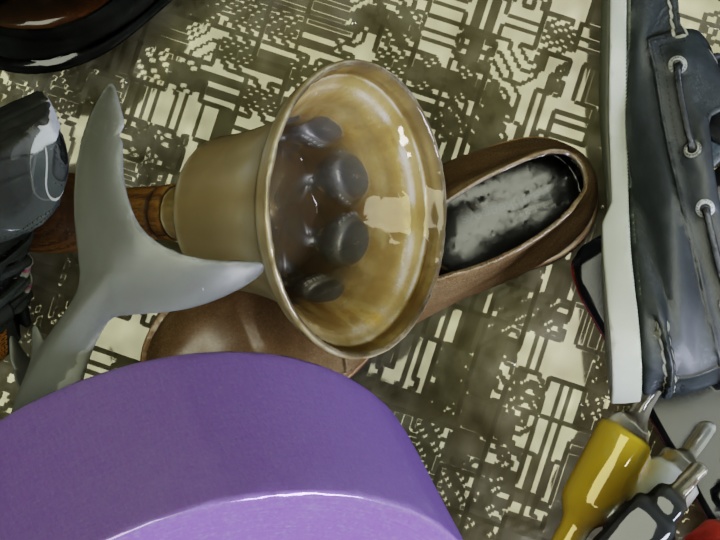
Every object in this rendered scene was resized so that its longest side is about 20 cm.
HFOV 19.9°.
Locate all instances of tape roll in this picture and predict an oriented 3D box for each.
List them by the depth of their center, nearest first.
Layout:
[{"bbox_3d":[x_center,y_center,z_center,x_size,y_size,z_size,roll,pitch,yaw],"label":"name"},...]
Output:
[{"bbox_3d":[-0.061,0.122,0.676,0.199,0.200,0.066,-31,47,1],"label":"tape roll"}]

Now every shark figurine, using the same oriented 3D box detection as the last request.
[{"bbox_3d":[-0.096,0.041,0.702,0.128,0.215,0.090,-30,58,-11],"label":"shark figurine"}]

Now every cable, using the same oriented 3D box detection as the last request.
[{"bbox_3d":[0.076,0.140,0.774,0.200,0.050,0.097,-44,89,-2],"label":"cable"}]

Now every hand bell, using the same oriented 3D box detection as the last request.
[{"bbox_3d":[-0.078,-0.023,0.775,0.199,0.104,0.105,1,86,37],"label":"hand bell"}]

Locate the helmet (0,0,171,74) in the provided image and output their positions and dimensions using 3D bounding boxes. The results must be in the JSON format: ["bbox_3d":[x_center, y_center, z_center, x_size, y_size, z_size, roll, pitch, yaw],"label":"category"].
[{"bbox_3d":[-0.097,-0.185,0.759,0.190,0.200,0.201,-29,86,-7],"label":"helmet"}]

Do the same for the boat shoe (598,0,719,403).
[{"bbox_3d":[0.124,-0.048,0.783,0.066,0.075,0.201,0,68,6],"label":"boat shoe"}]

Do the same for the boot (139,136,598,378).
[{"bbox_3d":[0.000,0.000,0.799,0.199,0.075,0.074,-27,88,2],"label":"boot"}]

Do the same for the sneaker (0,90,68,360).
[{"bbox_3d":[-0.146,-0.007,0.761,0.080,0.200,0.087,-30,98,-22],"label":"sneaker"}]

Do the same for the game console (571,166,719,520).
[{"bbox_3d":[0.208,0.023,0.810,0.199,0.031,0.178,-29,86,0],"label":"game console"}]
